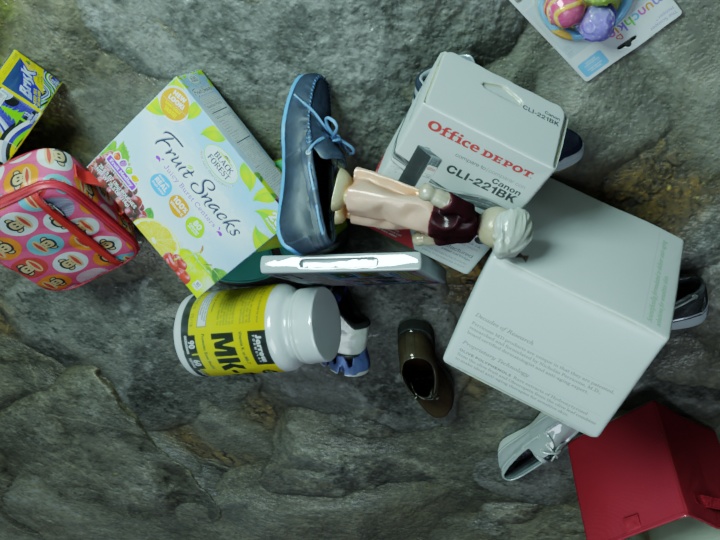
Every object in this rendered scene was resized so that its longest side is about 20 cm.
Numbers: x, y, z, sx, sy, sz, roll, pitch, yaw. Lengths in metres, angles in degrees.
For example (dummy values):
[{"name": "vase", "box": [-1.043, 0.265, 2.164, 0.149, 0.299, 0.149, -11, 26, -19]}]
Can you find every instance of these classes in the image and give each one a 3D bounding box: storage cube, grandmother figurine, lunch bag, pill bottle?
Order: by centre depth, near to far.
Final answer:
[{"name": "grandmother figurine", "box": [0.073, -0.056, 0.769, 0.198, 0.061, 0.121, 13, 171, 7]}, {"name": "lunch bag", "box": [-0.375, -0.064, 0.980, 0.175, 0.083, 0.200, -23, 149, 8]}, {"name": "pill bottle", "box": [-0.133, 0.077, 1.020, 0.198, 0.115, 0.115, -7, 133, 22]}, {"name": "storage cube", "box": [0.447, 0.335, 1.190, 0.170, 0.181, 0.200, 25, 135, -29]}]

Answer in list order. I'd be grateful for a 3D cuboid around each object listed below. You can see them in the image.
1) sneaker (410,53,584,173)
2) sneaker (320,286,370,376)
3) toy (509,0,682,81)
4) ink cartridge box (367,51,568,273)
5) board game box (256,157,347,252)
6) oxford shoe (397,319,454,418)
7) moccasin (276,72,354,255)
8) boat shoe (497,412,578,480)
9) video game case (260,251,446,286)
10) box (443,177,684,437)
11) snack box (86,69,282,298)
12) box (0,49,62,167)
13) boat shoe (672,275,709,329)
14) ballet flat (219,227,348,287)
[{"name": "sneaker", "box": [0.148, -0.168, 0.839, 0.198, 0.070, 0.109, 7, 137, 7]}, {"name": "sneaker", "box": [-0.067, 0.061, 1.100, 0.198, 0.081, 0.116, 18, 112, 11]}, {"name": "toy", "box": [0.207, -0.268, 0.746, 0.200, 0.047, 0.115, 38, 130, -25]}, {"name": "ink cartridge box", "box": [0.100, -0.104, 0.809, 0.143, 0.084, 0.200, 25, 143, -5]}, {"name": "board game box", "box": [-0.126, -0.078, 0.957, 0.198, 0.048, 0.103, -11, 103, 19]}, {"name": "oxford shoe", "box": [0.094, 0.170, 1.170, 0.072, 0.085, 0.201, -12, 133, 17]}, {"name": "moccasin", "box": [-0.042, -0.116, 0.846, 0.068, 0.202, 0.080, -2, 173, 29]}, {"name": "boat shoe", "box": [0.293, 0.279, 1.253, 0.072, 0.069, 0.200, 33, 130, -22]}, {"name": "video game case", "box": [0.000, 0.000, 0.926, 0.180, 0.024, 0.200, -2, 174, 14]}, {"name": "box", "box": [0.233, 0.033, 0.892, 0.199, 0.199, 0.172, 26, 131, 10]}, {"name": "snack box", "box": [-0.188, -0.098, 0.900, 0.168, 0.068, 0.200, -35, 100, 24]}, {"name": "box", "box": [-0.439, -0.166, 0.932, 0.064, 0.070, 0.199, 35, 129, -26]}, {"name": "boat shoe", "box": [0.351, 0.053, 1.018, 0.197, 0.074, 0.068, -11, 136, 19]}, {"name": "ballet flat", "box": [-0.103, -0.024, 1.023, 0.198, 0.073, 0.073, -18, 129, 17]}]
